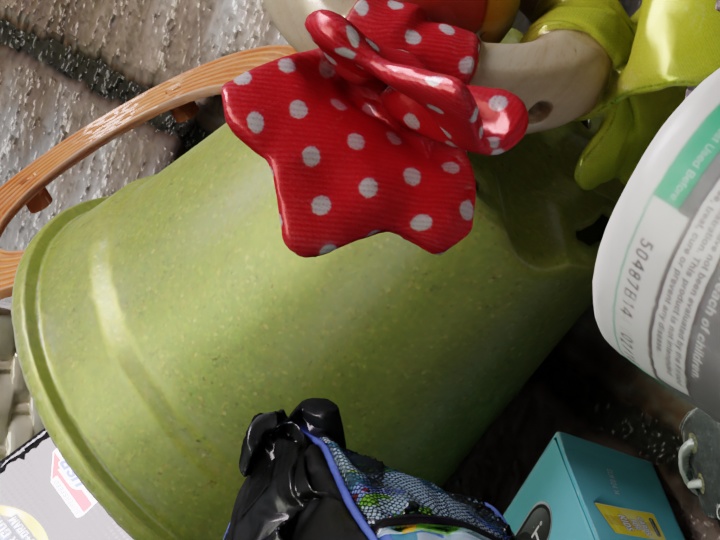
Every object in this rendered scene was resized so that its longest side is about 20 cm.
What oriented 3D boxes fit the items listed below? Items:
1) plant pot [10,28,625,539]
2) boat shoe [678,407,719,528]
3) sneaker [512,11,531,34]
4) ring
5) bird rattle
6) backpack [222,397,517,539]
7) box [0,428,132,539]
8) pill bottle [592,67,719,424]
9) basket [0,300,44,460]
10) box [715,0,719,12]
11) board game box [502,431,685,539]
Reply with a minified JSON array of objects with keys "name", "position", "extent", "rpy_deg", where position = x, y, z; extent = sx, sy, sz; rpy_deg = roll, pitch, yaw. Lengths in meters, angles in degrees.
[{"name":"plant pot","position":[0.000,0.000,1.040],"extent":[0.184,0.200,0.201],"rpy_deg":[-44,47,33]},{"name":"boat shoe","position":[0.141,0.061,0.907],"extent":[0.071,0.072,0.201],"rpy_deg":[8,77,30]},{"name":"sneaker","position":[0.063,-0.186,1.086],"extent":[0.130,0.079,0.200],"rpy_deg":[44,127,41]},{"name":"ring","position":[-0.106,-0.041,1.242],"extent":[0.200,0.019,0.201],"rpy_deg":[-27,20,11]},{"name":"bird rattle","position":[0.030,-0.077,0.933],"extent":[0.163,0.199,0.113],"rpy_deg":[50,143,37]},{"name":"backpack","position":[0.012,0.166,0.866],"extent":[0.184,0.147,0.200],"rpy_deg":[-66,16,9]},{"name":"box","position":[-0.084,0.145,1.125],"extent":[0.160,0.044,0.200],"rpy_deg":[-36,55,-11]},{"name":"pill bottle","position":[0.175,0.026,0.797],"extent":[0.200,0.113,0.113],"rpy_deg":[36,112,30]},{"name":"basket","position":[-0.237,0.108,1.252],"extent":[0.161,0.197,0.201],"rpy_deg":[-177,91,-69]},{"name":"box","position":[0.190,-0.167,0.878],"extent":[0.100,0.075,0.201],"rpy_deg":[14,95,29]},{"name":"board game box","position":[0.075,0.179,0.966],"extent":[0.151,0.047,0.200],"rpy_deg":[-59,26,26]}]
